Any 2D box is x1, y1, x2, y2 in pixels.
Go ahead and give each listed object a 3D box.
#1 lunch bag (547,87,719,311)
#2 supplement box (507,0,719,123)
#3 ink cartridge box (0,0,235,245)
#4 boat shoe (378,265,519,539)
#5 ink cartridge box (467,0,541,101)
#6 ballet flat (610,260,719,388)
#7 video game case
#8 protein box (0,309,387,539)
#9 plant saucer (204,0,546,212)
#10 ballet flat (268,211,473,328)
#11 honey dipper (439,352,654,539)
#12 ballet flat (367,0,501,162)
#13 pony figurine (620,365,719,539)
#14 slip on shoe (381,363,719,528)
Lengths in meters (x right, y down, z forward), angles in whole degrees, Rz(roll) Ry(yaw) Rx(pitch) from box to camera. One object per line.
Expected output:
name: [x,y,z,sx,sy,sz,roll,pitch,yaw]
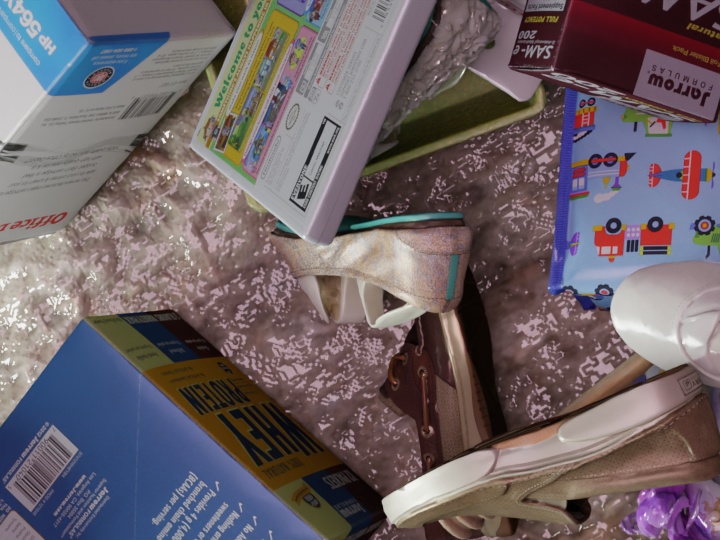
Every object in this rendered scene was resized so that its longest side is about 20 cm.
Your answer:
lunch bag: [0.197,-0.079,1.139,0.151,0.094,0.200,1,82,20]
supplement box: [0.165,-0.191,1.068,0.109,0.061,0.200,15,91,-21]
ink cartridge box: [-0.196,-0.106,1.196,0.200,0.146,0.084,-44,75,29]
boat shoe: [0.044,0.069,1.193,0.072,0.072,0.200,-12,94,16]
ink cartridge box: [0.107,-0.213,1.129,0.115,0.068,0.200,32,85,1]
ballet flat: [0.233,0.046,1.043,0.200,0.069,0.069,22,98,1]
video game case: [-0.022,-0.134,1.120,0.182,0.022,0.200,38,108,57]
protein box: [-0.129,0.163,1.212,0.200,0.135,0.199,41,102,13]
plant saucer: [-0.001,-0.159,1.211,0.200,0.048,0.200,-19,86,16]
ballet flat: [0.000,0.000,1.156,0.068,0.200,0.067,-5,93,-25]
honey dipper: [0.123,0.083,1.119,0.200,0.038,0.038,-40,80,18]
ballet flat: [0.012,-0.099,1.140,0.200,0.072,0.072,-40,79,42]
pony figurine: [0.212,0.146,1.111,0.193,0.167,0.200,-7,72,15]
slip on shoe: [0.104,0.113,1.065,0.200,0.076,0.061,-24,87,22]
